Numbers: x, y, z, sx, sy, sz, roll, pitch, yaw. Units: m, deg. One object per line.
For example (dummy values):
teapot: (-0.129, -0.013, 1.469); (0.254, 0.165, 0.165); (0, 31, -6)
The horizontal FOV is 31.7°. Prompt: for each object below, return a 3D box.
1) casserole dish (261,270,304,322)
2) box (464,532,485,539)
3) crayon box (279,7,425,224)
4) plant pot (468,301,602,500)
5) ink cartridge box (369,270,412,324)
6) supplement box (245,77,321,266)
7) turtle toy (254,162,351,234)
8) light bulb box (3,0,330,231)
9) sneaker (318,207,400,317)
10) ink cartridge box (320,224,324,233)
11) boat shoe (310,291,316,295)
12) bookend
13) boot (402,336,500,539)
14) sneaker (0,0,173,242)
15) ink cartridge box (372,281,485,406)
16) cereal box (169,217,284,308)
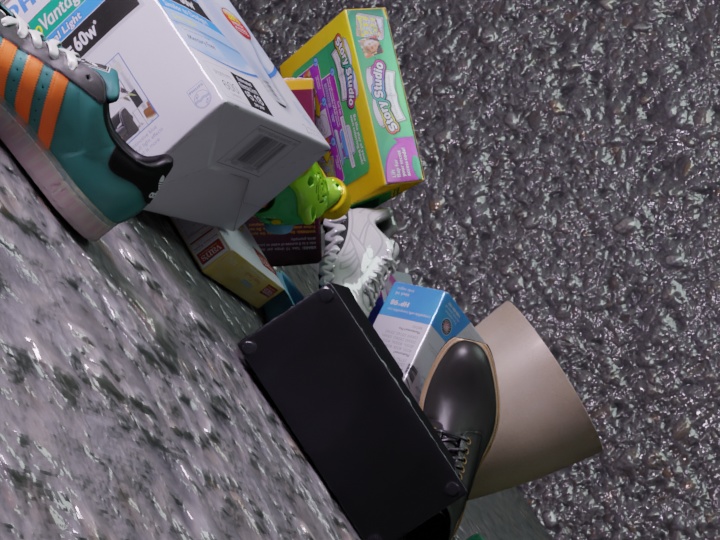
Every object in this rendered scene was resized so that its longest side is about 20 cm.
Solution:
casserole dish: (-0.042, 0.087, 1.291); (0.200, 0.039, 0.121); (54, 3, -26)
box: (0.154, 0.356, 1.300); (0.200, 0.048, 0.117); (56, 3, 41)
crayon box: (-0.012, -0.170, 1.431); (0.173, 0.058, 0.200); (-24, -104, 58)
plant pot: (0.122, 0.165, 1.345); (0.187, 0.200, 0.187); (58, -2, 3)
ink cartridge box: (0.037, 0.095, 1.470); (0.200, 0.043, 0.197); (13, 63, -72)
supplement box: (-0.089, -0.110, 1.395); (0.110, 0.086, 0.200); (-107, -165, -81)
turtle toy: (-0.100, -0.115, 1.223); (0.200, 0.101, 0.146); (57, 4, 28)
light bulb box: (-0.158, -0.155, 1.046); (0.200, 0.125, 0.198); (56, 15, 17)
sneaker: (0.000, 0.000, 1.338); (0.075, 0.081, 0.200); (77, 11, -45)
ink cartridge box: (-0.113, -0.130, 1.681); (0.200, 0.128, 0.125); (55, 3, -21)
boat shoe: (-0.015, 0.076, 1.484); (0.091, 0.071, 0.200); (55, 3, 16)
bookend: (-0.001, 0.117, 1.089); (0.199, 0.092, 0.200); (56, 2, 3)
boot: (0.081, 0.164, 1.129); (0.138, 0.077, 0.200); (-16, 115, -83)
sneaker: (-0.195, -0.118, 0.779); (0.200, 0.080, 0.071); (53, 4, -19)
ink cartridge box: (0.040, 0.127, 1.233); (0.067, 0.200, 0.116); (12, -25, 35)
cereal box: (-0.154, -0.066, 1.198); (0.200, 0.040, 0.144); (56, 5, 21)
